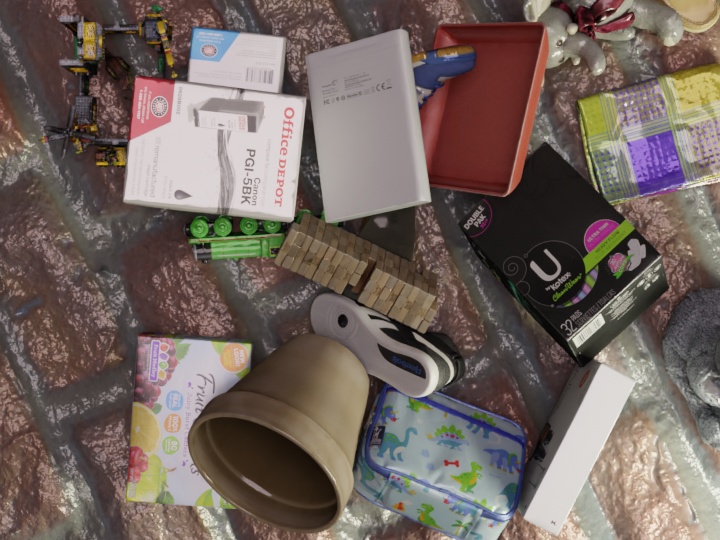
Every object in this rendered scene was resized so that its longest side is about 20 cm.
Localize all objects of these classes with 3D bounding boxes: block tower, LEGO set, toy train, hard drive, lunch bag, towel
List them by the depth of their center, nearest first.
[{"bbox_3d":[0.008,-0.167,1.618,0.131,0.027,0.202,-11,82,26],"label":"hard drive"},{"bbox_3d":[-0.291,-0.223,1.644,0.152,0.116,0.202,9,91,-1],"label":"LEGO set"},{"bbox_3d":[0.000,0.000,1.647,0.198,0.058,0.054,25,119,-8],"label":"block tower"},{"bbox_3d":[0.095,0.222,1.649,0.198,0.161,0.083,23,133,-1],"label":"lunch bag"},{"bbox_3d":[-0.116,-0.042,1.693,0.198,0.042,0.057,-4,102,-1],"label":"toy train"},{"bbox_3d":[0.374,-0.167,1.709,0.198,0.023,0.145,-13,92,-1],"label":"towel"}]

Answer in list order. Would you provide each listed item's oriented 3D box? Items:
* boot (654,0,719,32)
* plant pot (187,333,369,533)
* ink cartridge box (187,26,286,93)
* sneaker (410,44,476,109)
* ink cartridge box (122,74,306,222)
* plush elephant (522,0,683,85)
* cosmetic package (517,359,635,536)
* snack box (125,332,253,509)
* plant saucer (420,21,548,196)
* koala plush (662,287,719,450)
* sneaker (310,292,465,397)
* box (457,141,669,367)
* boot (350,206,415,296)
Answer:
[{"bbox_3d":[0.367,-0.374,1.637,0.073,0.155,0.201,-36,92,0],"label":"boot"},{"bbox_3d":[-0.075,0.176,1.614,0.199,0.200,0.174,34,50,-2],"label":"plant pot"},{"bbox_3d":[-0.154,-0.183,1.673,0.114,0.068,0.202,6,91,-2],"label":"ink cartridge box"},{"bbox_3d":[0.055,-0.208,1.660,0.198,0.075,0.089,-17,93,26],"label":"sneaker"},{"bbox_3d":[-0.166,-0.138,1.594,0.198,0.083,0.149,5,91,-7],"label":"ink cartridge box"},{"bbox_3d":[0.259,-0.297,1.639,0.199,0.165,0.156,24,76,26],"label":"plush elephant"},{"bbox_3d":[0.249,0.203,1.650,0.051,0.151,0.201,27,90,-2],"label":"cosmetic package"},{"bbox_3d":[-0.207,0.181,1.687,0.141,0.053,0.202,4,91,-3],"label":"snack box"},{"bbox_3d":[0.142,-0.190,1.637,0.036,0.199,0.202,12,90,-35],"label":"plant saucer"},{"bbox_3d":[0.453,0.107,1.628,0.177,0.200,0.184,-37,92,0],"label":"koala plush"},{"bbox_3d":[0.038,0.090,1.687,0.199,0.111,0.074,33,112,31],"label":"sneaker"},{"bbox_3d":[0.238,-0.018,1.623,0.148,0.124,0.200,-41,65,0],"label":"box"},{"bbox_3d":[0.032,-0.062,1.687,0.073,0.076,0.202,11,109,-7],"label":"boot"}]
